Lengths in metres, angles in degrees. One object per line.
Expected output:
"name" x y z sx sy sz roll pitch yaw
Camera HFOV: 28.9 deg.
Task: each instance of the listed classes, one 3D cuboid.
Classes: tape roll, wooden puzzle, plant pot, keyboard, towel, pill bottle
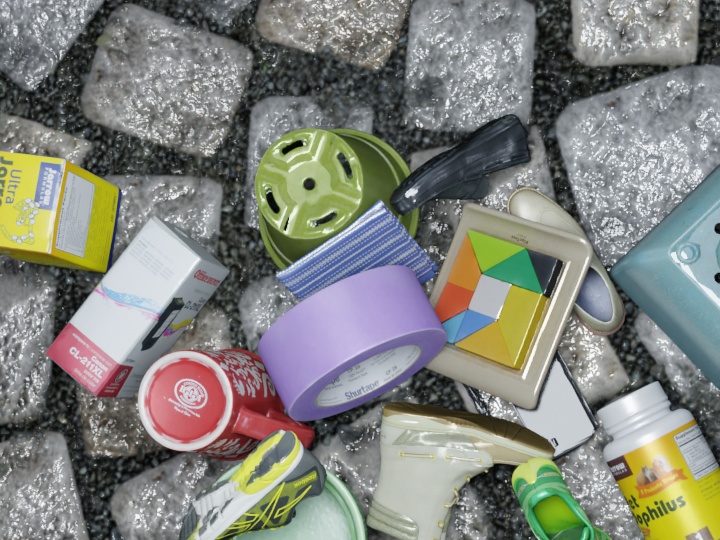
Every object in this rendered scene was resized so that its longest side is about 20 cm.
"tape roll" -0.009 0.083 1.560 0.199 0.200 0.085 -30 70 5
"wooden puzzle" 0.153 0.036 1.585 0.184 0.037 0.201 20 91 39
"plant pot" -0.043 -0.082 1.596 0.199 0.190 0.202 -1 84 10
"keyboard" 0.178 0.131 1.621 0.127 0.021 0.201 -28 79 4
"plant pot" 0.405 -0.004 1.507 0.196 0.200 0.196 -43 79 3
"towel" 0.000 0.000 1.577 0.144 0.200 0.024 -34 61 6
"pill bottle" 0.340 0.228 1.537 0.109 0.109 0.201 -27 80 5

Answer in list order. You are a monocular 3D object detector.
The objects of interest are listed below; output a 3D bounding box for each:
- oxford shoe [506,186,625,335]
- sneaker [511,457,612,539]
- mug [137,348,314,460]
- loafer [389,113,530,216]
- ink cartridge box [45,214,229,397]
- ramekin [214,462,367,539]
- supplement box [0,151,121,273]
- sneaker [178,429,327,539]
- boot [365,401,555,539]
"oxford shoe" 0.238 -0.017 1.600 0.071 0.074 0.200 -39 79 3
"sneaker" 0.229 0.298 1.536 0.074 0.084 0.200 -33 111 12
"mug" -0.151 0.146 1.582 0.176 0.200 0.134 -7 82 9
"loafer" 0.120 -0.110 1.601 0.200 0.068 0.071 -33 98 -28
"ink cartridge box" -0.257 0.046 1.638 0.083 0.146 0.200 38 91 10
"ramekin" -0.085 0.311 1.603 0.199 0.098 0.202 -1 83 9
"supplement box" -0.370 -0.067 1.643 0.109 0.200 0.110 7 84 10
"sneaker" -0.118 0.263 1.526 0.200 0.075 0.085 -41 117 20
"boot" 0.111 0.241 1.583 0.199 0.072 0.156 11 98 8
